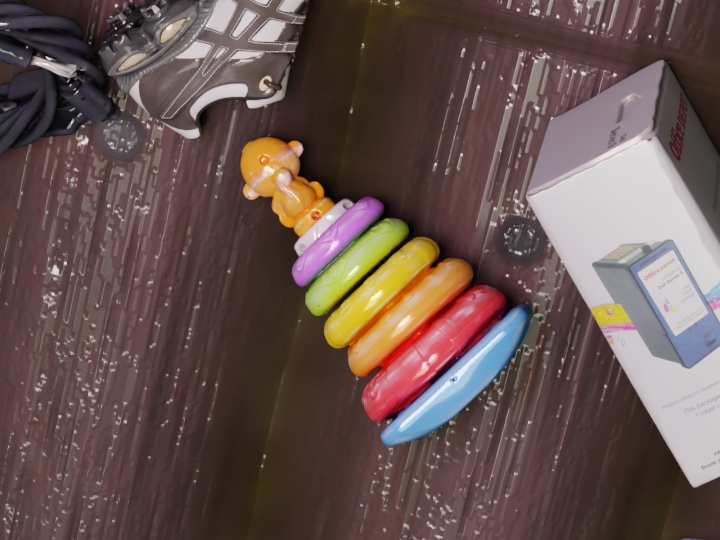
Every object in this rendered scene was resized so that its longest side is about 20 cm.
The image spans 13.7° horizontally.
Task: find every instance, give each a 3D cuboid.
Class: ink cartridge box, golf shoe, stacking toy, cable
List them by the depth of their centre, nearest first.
[{"bbox_3d":[0.182,-0.001,1.707,0.087,0.145,0.201,-25,105,17],"label":"ink cartridge box"},{"bbox_3d":[-0.054,-0.151,1.730,0.199,0.078,0.095,-31,110,25],"label":"golf shoe"},{"bbox_3d":[-0.247,-0.112,1.731,0.199,0.163,0.051,-1,70,22],"label":"cable"},{"bbox_3d":[0.000,0.000,1.765,0.116,0.110,0.200,-43,88,3],"label":"stacking toy"}]

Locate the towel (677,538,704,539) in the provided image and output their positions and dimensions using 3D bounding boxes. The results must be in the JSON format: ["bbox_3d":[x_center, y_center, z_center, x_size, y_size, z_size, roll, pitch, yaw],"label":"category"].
[{"bbox_3d":[0.289,0.233,1.840,0.199,0.024,0.148,1,111,9],"label":"towel"}]
